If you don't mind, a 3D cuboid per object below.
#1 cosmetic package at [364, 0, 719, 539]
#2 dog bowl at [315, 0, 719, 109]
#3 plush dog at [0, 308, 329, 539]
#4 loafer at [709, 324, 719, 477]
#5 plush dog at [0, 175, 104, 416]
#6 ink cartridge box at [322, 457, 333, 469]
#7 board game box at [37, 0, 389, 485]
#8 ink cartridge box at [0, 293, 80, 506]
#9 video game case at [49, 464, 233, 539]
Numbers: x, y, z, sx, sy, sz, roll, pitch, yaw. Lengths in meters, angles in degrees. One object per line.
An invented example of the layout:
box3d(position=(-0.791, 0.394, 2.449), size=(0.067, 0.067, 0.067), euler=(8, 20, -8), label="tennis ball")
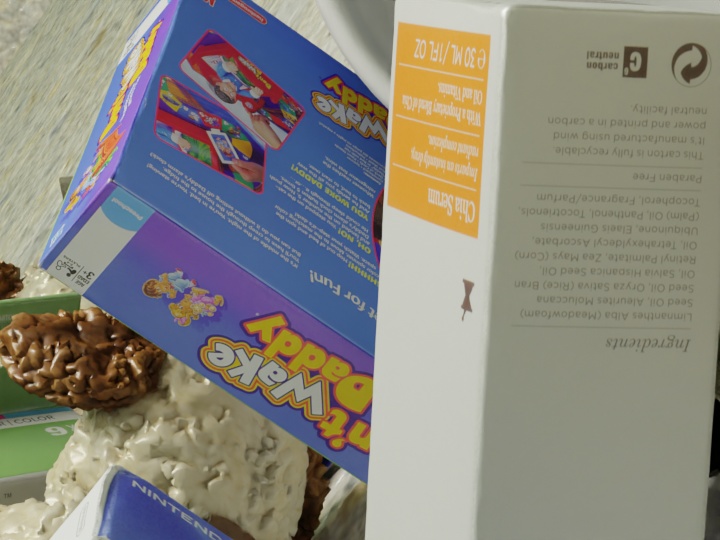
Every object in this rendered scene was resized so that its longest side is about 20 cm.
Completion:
box3d(position=(0.050, 0.024, 0.760), size=(0.101, 0.071, 0.202), euler=(-157, 69, -72), label="cosmetic package")
box3d(position=(0.081, -0.128, 0.895), size=(0.200, 0.200, 0.079), euler=(-53, -8, 10), label="dog bowl")
box3d(position=(-0.080, 0.106, 1.021), size=(0.160, 0.200, 0.173), euler=(6, 67, 35), label="plush dog")
box3d(position=(0.132, 0.008, 0.750), size=(0.200, 0.075, 0.070), euler=(131, 143, -58), label="loafer")
box3d(position=(-0.105, 0.069, 1.229), size=(0.200, 0.160, 0.172), euler=(-52, 42, 26), label="plush dog")
box3d(position=(0.032, -0.002, 1.122), size=(0.200, 0.037, 0.095), euler=(-48, 17, 33), label="ink cartridge box")
box3d(position=(0.000, 0.000, 0.896), size=(0.045, 0.199, 0.135), euler=(-45, 18, 34), label="board game box")
box3d(position=(-0.156, 0.117, 1.122), size=(0.059, 0.103, 0.201), euler=(30, 118, 47), label="ink cartridge box")
box3d(position=(-0.033, 0.172, 0.641), size=(0.182, 0.200, 0.045), euler=(-50, 13, 16), label="video game case")
